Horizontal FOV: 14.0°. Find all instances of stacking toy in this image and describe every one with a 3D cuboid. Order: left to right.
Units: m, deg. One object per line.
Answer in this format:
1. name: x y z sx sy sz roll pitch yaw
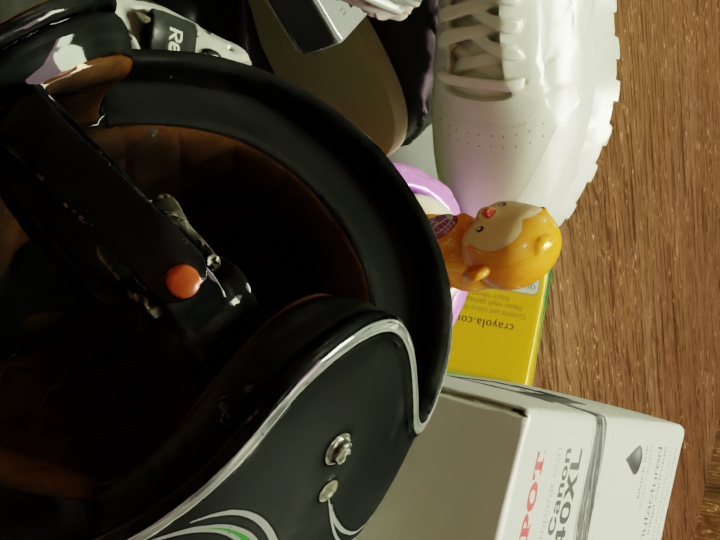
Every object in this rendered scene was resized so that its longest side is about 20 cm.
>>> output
1. stacking toy: 0.000 0.000 1.086 0.116 0.200 0.110 -41 109 -35

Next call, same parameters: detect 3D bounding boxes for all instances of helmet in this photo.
1. helmet: -0.073 0.024 0.859 0.191 0.200 0.201 48 51 -77

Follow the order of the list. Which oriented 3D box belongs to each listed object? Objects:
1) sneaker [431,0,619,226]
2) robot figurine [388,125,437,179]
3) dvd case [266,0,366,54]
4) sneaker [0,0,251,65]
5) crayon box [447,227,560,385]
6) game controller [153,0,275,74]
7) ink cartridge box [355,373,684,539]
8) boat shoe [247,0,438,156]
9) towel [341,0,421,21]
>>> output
1. sneaker: 0.054 -0.108 1.089 0.080 0.076 0.201 6 92 -61
2. robot figurine: 0.025 -0.099 1.301 0.169 0.113 0.200 -28 114 -22
3. dvd case: -0.006 -0.194 1.093 0.150 0.025 0.200 59 42 -20
4. sneaker: -0.078 -0.066 1.012 0.200 0.088 0.074 15 85 -75
5. crayon box: 0.022 0.027 1.391 0.052 0.125 0.200 64 37 -79
6. game controller: -0.062 -0.047 1.212 0.104 0.042 0.200 -40 139 -49
7. ink cartridge box: 0.041 0.115 1.079 0.200 0.083 0.146 11 92 -68
8. boat shoe: -0.017 -0.142 1.143 0.063 0.074 0.202 -38 113 -41
9. towel: -0.036 -0.200 0.967 0.200 0.032 0.191 17 79 -36
